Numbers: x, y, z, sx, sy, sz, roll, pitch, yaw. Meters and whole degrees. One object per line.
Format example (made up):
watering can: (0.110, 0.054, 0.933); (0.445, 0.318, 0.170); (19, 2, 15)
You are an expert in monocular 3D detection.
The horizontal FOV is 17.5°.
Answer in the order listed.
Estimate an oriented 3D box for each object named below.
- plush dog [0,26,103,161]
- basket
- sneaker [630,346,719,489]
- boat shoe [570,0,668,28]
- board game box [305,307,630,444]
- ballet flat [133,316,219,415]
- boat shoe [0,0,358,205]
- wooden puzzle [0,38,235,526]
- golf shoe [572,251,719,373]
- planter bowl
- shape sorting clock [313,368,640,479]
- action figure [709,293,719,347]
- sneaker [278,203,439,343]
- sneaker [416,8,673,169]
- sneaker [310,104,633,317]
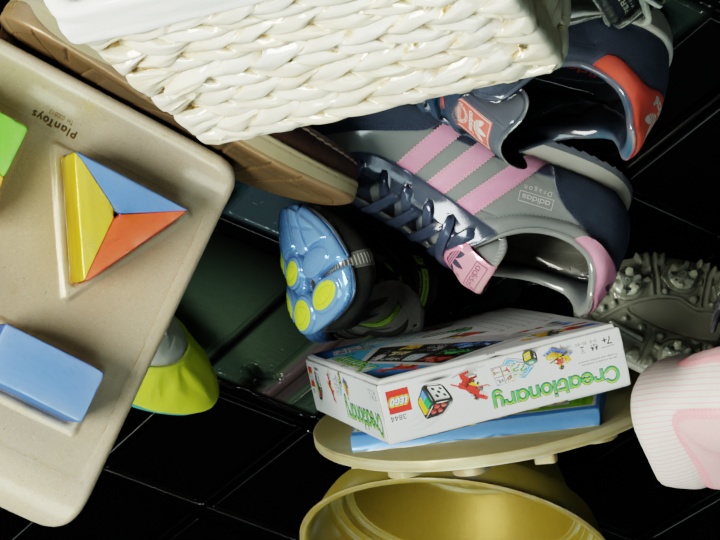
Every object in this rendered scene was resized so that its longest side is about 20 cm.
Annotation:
plush dog: (-0.175, -0.036, 1.217); (0.160, 0.200, 0.172); (-7, 176, -44)
basket: (-0.014, -0.148, 0.999); (0.200, 0.136, 0.123); (-10, 147, 26)
sneaker: (0.222, 0.086, 1.246); (0.105, 0.075, 0.200); (-11, 156, 42)
boat shoe: (0.114, -0.138, 1.048); (0.200, 0.071, 0.072); (-11, 142, 26)
board game box: (0.051, 0.052, 1.231); (0.126, 0.035, 0.200); (-13, -176, -10)
ballet flat: (-0.161, 0.028, 1.383); (0.200, 0.067, 0.067); (24, 131, -21)
boat shoe: (-0.077, -0.101, 1.151); (0.200, 0.072, 0.072); (30, 167, -18)
wooden puzzle: (-0.175, -0.001, 1.107); (0.185, 0.200, 0.046); (28, 173, -17)
golf shoe: (0.207, 0.052, 1.320); (0.200, 0.078, 0.097); (15, 153, -8)
planter bowl: (0.065, 0.145, 1.486); (0.200, 0.083, 0.200); (6, 148, 4)
shape sorting clock: (0.073, 0.082, 1.320); (0.200, 0.200, 0.039); (-5, 106, 20)
action figure: (0.249, -0.013, 1.184); (0.119, 0.102, 0.200); (12, 150, -2)
sneaker: (0.000, 0.000, 1.262); (0.083, 0.071, 0.200); (-9, 173, 2)
sneaker: (0.048, -0.093, 1.121); (0.200, 0.085, 0.075); (4, 147, 8)
sneaker: (0.045, -0.034, 1.215); (0.200, 0.082, 0.070); (13, 147, -6)
